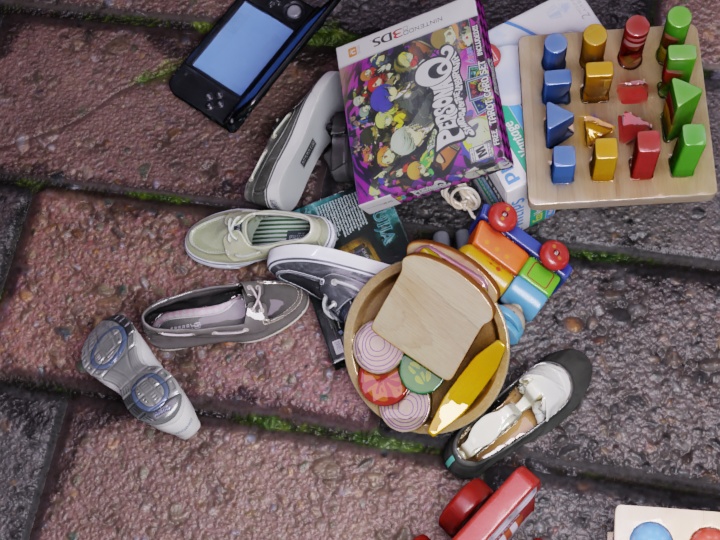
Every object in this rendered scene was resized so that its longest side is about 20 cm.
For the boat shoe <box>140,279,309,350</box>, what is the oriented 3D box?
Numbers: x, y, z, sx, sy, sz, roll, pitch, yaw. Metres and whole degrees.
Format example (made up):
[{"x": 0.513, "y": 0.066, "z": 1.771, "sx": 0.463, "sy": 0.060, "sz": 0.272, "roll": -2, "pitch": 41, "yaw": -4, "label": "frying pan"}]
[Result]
[{"x": -0.158, "y": 0.049, "z": 1.367, "sx": 0.196, "sy": 0.057, "sz": 0.068, "roll": -13, "pitch": 66, "yaw": 3, "label": "boat shoe"}]

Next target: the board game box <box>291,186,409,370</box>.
[{"x": 0.000, "y": 0.000, "z": 1.379, "sx": 0.133, "sy": 0.028, "sz": 0.203, "roll": -20, "pitch": 65, "yaw": 0, "label": "board game box"}]

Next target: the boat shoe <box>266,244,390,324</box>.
[{"x": -0.016, "y": 0.025, "z": 1.320, "sx": 0.197, "sy": 0.072, "sz": 0.069, "roll": 14, "pitch": 68, "yaw": 7, "label": "boat shoe"}]

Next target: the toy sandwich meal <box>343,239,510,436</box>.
[{"x": 0.067, "y": 0.077, "z": 1.235, "sx": 0.201, "sy": 0.070, "sz": 0.209, "roll": 2, "pitch": 96, "yaw": 17, "label": "toy sandwich meal"}]

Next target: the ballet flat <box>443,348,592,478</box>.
[{"x": 0.173, "y": 0.152, "z": 1.267, "sx": 0.199, "sy": 0.069, "sz": 0.068, "roll": -40, "pitch": 72, "yaw": -8, "label": "ballet flat"}]

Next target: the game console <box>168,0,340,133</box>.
[{"x": -0.132, "y": -0.285, "z": 1.470, "sx": 0.175, "sy": 0.117, "sz": 0.201, "roll": 33, "pitch": 75, "yaw": 20, "label": "game console"}]

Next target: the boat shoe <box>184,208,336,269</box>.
[{"x": -0.125, "y": -0.046, "z": 1.379, "sx": 0.197, "sy": 0.062, "sz": 0.073, "roll": -5, "pitch": 72, "yaw": 23, "label": "boat shoe"}]

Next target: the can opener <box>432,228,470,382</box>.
[{"x": 0.110, "y": 0.046, "z": 1.330, "sx": 0.052, "sy": 0.067, "sz": 0.203, "roll": -4, "pitch": 58, "yaw": 0, "label": "can opener"}]

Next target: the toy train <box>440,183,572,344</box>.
[{"x": 0.123, "y": -0.017, "z": 1.295, "sx": 0.199, "sy": 0.085, "sz": 0.116, "roll": 36, "pitch": 62, "yaw": 4, "label": "toy train"}]

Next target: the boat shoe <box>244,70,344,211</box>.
[{"x": -0.079, "y": -0.164, "z": 1.435, "sx": 0.063, "sy": 0.071, "sz": 0.202, "roll": 13, "pitch": 62, "yaw": 28, "label": "boat shoe"}]

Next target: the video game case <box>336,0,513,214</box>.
[{"x": 0.068, "y": -0.184, "z": 1.316, "sx": 0.179, "sy": 0.036, "sz": 0.204, "roll": -16, "pitch": 70, "yaw": 24, "label": "video game case"}]

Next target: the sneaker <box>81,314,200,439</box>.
[{"x": -0.251, "y": 0.126, "z": 1.344, "sx": 0.074, "sy": 0.087, "sz": 0.200, "roll": -40, "pitch": 49, "yaw": -7, "label": "sneaker"}]

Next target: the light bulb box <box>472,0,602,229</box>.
[{"x": 0.208, "y": -0.182, "z": 1.370, "sx": 0.198, "sy": 0.125, "sz": 0.200, "roll": -27, "pitch": 67, "yaw": -4, "label": "light bulb box"}]

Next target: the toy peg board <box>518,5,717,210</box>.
[{"x": 0.270, "y": -0.180, "z": 1.241, "sx": 0.195, "sy": 0.098, "sz": 0.204, "roll": -3, "pitch": 70, "yaw": 5, "label": "toy peg board"}]

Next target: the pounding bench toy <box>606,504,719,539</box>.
[{"x": 0.298, "y": 0.340, "z": 1.121, "sx": 0.122, "sy": 0.156, "sz": 0.203, "roll": 2, "pitch": 68, "yaw": 9, "label": "pounding bench toy"}]

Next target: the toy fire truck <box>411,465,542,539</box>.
[{"x": 0.101, "y": 0.285, "z": 1.168, "sx": 0.200, "sy": 0.168, "sz": 0.112, "roll": -43, "pitch": 68, "yaw": -10, "label": "toy fire truck"}]

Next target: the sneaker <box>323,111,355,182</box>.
[{"x": 0.016, "y": -0.187, "z": 1.427, "sx": 0.109, "sy": 0.077, "sz": 0.203, "roll": 2, "pitch": 57, "yaw": 22, "label": "sneaker"}]
